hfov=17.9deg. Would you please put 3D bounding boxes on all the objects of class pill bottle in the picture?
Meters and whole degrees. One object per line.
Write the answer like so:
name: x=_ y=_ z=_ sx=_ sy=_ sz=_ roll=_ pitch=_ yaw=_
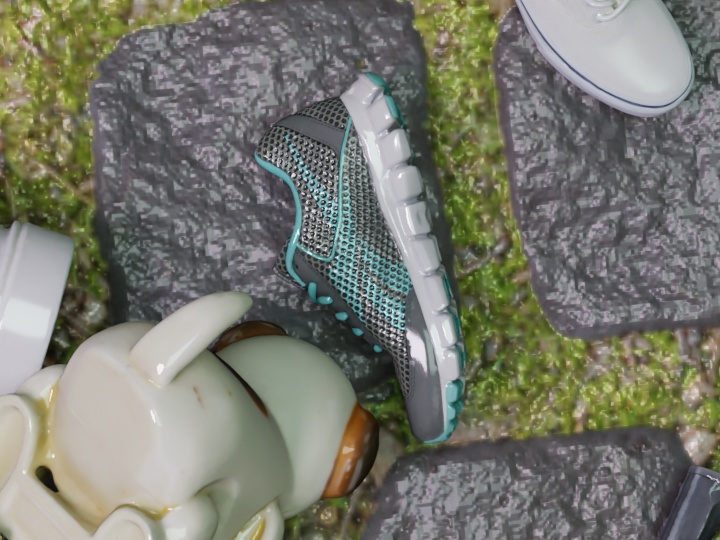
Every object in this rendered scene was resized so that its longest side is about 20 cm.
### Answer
pill bottle: x=-0.252 y=0.001 z=1.148 sx=0.199 sy=0.114 sz=0.115 roll=17 pitch=85 yaw=-9

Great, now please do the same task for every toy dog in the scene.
toy dog: x=-0.084 y=0.082 z=1.153 sx=0.139 sy=0.200 sz=0.195 roll=31 pitch=108 yaw=29

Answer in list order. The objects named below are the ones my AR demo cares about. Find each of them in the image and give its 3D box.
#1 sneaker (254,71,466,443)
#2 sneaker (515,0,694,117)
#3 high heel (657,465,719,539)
sneaker: x=0.000 y=0.000 z=1.229 sx=0.091 sy=0.078 sz=0.201 roll=-16 pitch=87 yaw=4
sneaker: x=0.114 y=-0.167 z=1.248 sx=0.073 sy=0.071 sz=0.200 roll=-42 pitch=96 yaw=-10
high heel: x=0.235 y=0.204 z=1.227 sx=0.199 sy=0.071 sz=0.143 roll=20 pitch=78 yaw=29
